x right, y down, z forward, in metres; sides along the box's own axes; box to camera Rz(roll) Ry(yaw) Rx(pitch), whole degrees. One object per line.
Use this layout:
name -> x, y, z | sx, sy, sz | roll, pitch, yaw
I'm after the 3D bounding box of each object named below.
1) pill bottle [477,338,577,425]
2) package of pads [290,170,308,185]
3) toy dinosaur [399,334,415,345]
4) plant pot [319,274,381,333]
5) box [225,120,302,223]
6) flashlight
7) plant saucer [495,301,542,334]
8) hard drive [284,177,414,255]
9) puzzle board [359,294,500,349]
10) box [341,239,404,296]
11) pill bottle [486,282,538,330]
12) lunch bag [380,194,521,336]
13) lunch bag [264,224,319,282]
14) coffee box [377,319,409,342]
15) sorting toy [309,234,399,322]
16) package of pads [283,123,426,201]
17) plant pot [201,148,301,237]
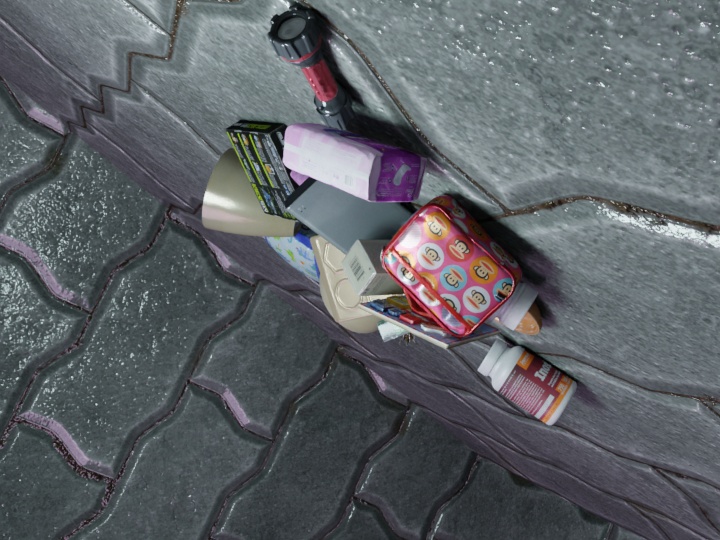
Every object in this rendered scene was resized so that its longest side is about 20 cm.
pill bottle -> 0.363, 0.239, 1.787 | 0.199, 0.113, 0.113 | 33, 168, 11
package of pads -> -0.025, -0.136, 1.499 | 0.200, 0.076, 0.120 | 44, 166, -36
toy dinosaur -> 0.109, 0.090, 1.804 | 0.200, 0.104, 0.182 | 47, 159, 36
plant pot -> 0.030, 0.020, 1.744 | 0.200, 0.201, 0.134 | 39, 145, -16
box -> -0.170, -0.194, 1.602 | 0.193, 0.047, 0.201 | 20, 139, 56
flashlight -> -0.060, -0.267, 1.108 | 0.068, 0.068, 0.200 | 26, 164, 29
plant saucer -> 0.256, 0.048, 1.523 | 0.199, 0.038, 0.200 | 35, 168, 8
hard drive -> -0.014, -0.104, 1.426 | 0.200, 0.139, 0.033 | 36, -157, -33
puzzle board -> 0.118, 0.078, 1.388 | 0.199, 0.018, 0.150 | 24, -157, 40
box -> 0.070, -0.006, 1.459 | 0.199, 0.069, 0.083 | 1, -130, -39
pill bottle -> 0.196, 0.014, 1.377 | 0.199, 0.110, 0.109 | 34, 168, 9
lunch bag -> 0.136, 0.000, 1.295 | 0.200, 0.176, 0.082 | 44, -151, 2
lunch bag -> -0.136, -0.068, 1.964 | 0.169, 0.128, 0.200 | 32, 178, 18
coffee box -> 0.131, 0.082, 1.596 | 0.200, 0.122, 0.044 | -19, -95, -60
sorting toy -> 0.000, 0.000, 1.643 | 0.199, 0.036, 0.187 | -13, 96, 36
package of pads -> -0.013, -0.163, 1.223 | 0.120, 0.076, 0.199 | -6, -156, -45
plant pot -> -0.225, -0.150, 1.821 | 0.198, 0.189, 0.187 | 20, 167, 5
